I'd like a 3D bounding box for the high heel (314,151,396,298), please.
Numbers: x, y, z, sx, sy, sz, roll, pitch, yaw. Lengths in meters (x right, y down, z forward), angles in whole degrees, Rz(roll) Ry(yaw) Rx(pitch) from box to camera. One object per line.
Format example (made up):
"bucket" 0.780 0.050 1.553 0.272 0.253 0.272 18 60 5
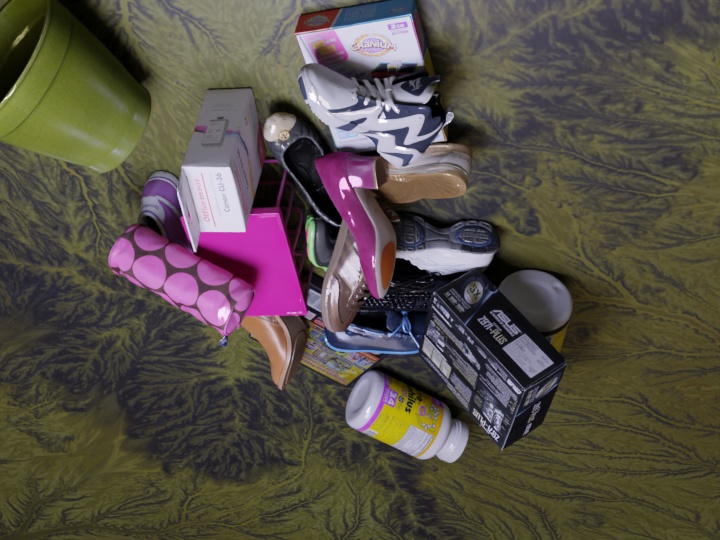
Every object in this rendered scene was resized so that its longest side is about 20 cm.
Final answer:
"high heel" -0.009 -0.060 1.545 0.095 0.067 0.202 4 116 27

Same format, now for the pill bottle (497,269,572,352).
"pill bottle" 0.248 0.105 1.741 0.113 0.115 0.201 8 137 2

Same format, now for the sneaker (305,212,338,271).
"sneaker" -0.020 -0.024 1.691 0.083 0.077 0.200 -19 141 20

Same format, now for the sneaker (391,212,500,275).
"sneaker" 0.099 -0.027 1.662 0.198 0.075 0.087 9 143 3

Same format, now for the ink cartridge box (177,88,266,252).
"ink cartridge box" -0.179 -0.131 1.504 0.067 0.201 0.117 0 137 10

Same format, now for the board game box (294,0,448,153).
"board game box" 0.018 -0.243 1.467 0.152 0.041 0.201 -5 135 15

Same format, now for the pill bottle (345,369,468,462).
"pill bottle" 0.081 0.251 1.934 0.199 0.105 0.104 27 134 -19

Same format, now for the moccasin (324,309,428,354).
"moccasin" 0.044 0.086 1.762 0.198 0.081 0.069 -6 129 -7

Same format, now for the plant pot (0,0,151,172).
"plant pot" -0.379 -0.224 1.468 0.200 0.202 0.192 -27 138 33

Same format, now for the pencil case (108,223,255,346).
"pencil case" -0.245 0.015 1.579 0.199 0.091 0.094 31 171 7

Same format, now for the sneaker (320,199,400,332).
"sneaker" 0.000 0.000 1.605 0.075 0.070 0.202 20 107 28

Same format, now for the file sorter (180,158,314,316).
"file sorter" -0.152 -0.048 1.642 0.138 0.126 0.201 -1 136 12

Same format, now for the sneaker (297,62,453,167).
"sneaker" 0.031 -0.216 1.405 0.199 0.080 0.129 35 130 -25

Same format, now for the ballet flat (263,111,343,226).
"ballet flat" -0.067 -0.141 1.570 0.066 0.057 0.200 -33 130 5

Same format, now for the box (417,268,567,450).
"box" 0.185 0.127 1.652 0.086 0.200 0.164 -28 149 -26

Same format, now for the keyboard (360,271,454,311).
"keyboard" 0.050 0.043 1.689 0.198 0.040 0.104 -1 146 -6

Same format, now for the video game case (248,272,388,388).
"video game case" -0.051 0.100 1.856 0.199 0.026 0.181 29 133 -21

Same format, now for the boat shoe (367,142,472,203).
"boat shoe" 0.068 -0.138 1.550 0.199 0.070 0.074 4 149 38

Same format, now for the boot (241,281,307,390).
"boot" -0.163 0.081 1.795 0.154 0.074 0.201 14 116 16

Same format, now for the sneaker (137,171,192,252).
"sneaker" -0.279 -0.034 1.690 0.072 0.115 0.201 -8 136 16
